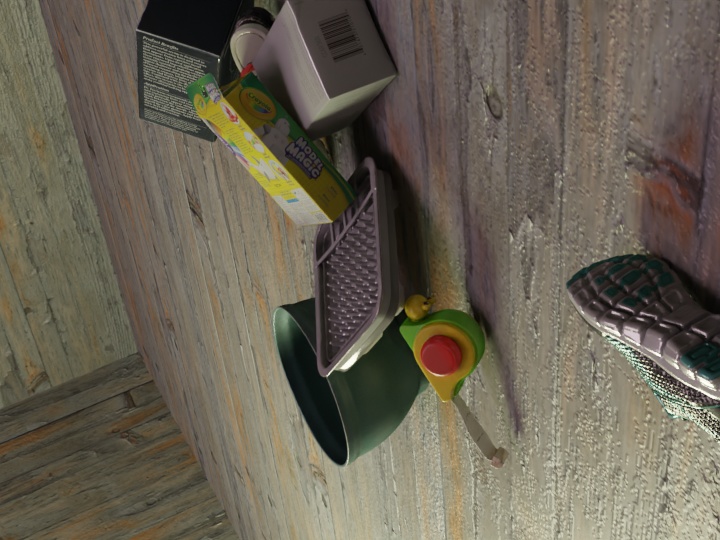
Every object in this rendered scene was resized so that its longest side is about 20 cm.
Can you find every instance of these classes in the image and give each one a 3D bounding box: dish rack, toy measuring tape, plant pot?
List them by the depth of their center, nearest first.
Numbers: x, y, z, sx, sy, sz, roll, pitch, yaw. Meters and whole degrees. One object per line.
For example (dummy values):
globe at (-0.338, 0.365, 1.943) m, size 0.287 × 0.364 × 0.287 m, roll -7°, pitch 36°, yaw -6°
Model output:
toy measuring tape at (0.111, 0.106, 1.233) m, size 0.201 × 0.073 × 0.074 m, roll 57°, pitch 164°, yaw -8°
dish rack at (0.000, 0.000, 1.305) m, size 0.172 × 0.043 × 0.201 m, roll 130°, pitch 145°, yaw -50°
plant pot at (-0.002, 0.112, 1.440) m, size 0.201 × 0.133 × 0.201 m, roll 57°, pitch 160°, yaw 33°

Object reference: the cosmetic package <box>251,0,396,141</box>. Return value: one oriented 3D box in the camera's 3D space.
cosmetic package at (-0.043, -0.210, 1.272) m, size 0.114 × 0.081 × 0.200 m, roll 67°, pitch 164°, yaw 1°

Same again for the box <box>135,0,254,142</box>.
box at (-0.202, -0.280, 1.506) m, size 0.200 × 0.106 × 0.149 m, roll 110°, pitch 177°, yaw -64°

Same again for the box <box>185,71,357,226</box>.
box at (-0.100, -0.136, 1.313) m, size 0.200 × 0.048 × 0.117 m, roll 47°, pitch 163°, yaw -16°

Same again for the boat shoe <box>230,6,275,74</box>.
boat shoe at (-0.101, -0.219, 1.460) m, size 0.061 × 0.073 × 0.201 m, roll -79°, pitch -27°, yaw -46°

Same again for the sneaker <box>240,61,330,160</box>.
sneaker at (-0.094, -0.142, 1.429) m, size 0.082 × 0.077 × 0.201 m, roll -81°, pitch -30°, yaw -48°

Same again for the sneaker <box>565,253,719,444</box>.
sneaker at (0.212, 0.060, 0.847) m, size 0.200 × 0.077 × 0.092 m, roll 46°, pitch 156°, yaw 54°
